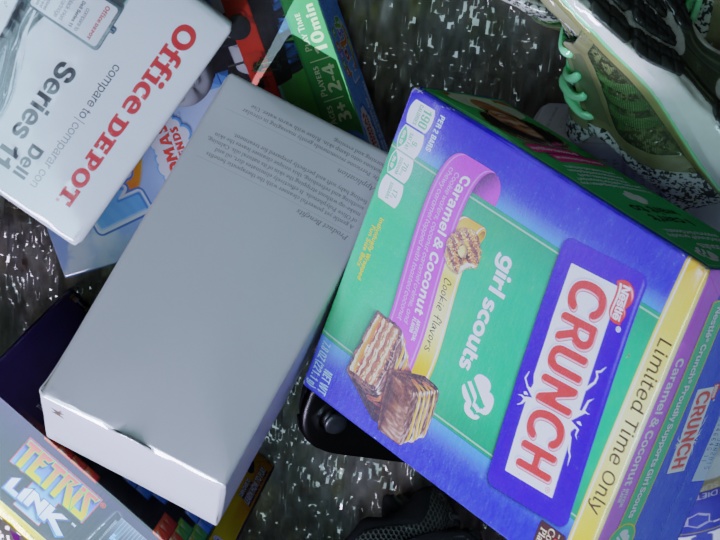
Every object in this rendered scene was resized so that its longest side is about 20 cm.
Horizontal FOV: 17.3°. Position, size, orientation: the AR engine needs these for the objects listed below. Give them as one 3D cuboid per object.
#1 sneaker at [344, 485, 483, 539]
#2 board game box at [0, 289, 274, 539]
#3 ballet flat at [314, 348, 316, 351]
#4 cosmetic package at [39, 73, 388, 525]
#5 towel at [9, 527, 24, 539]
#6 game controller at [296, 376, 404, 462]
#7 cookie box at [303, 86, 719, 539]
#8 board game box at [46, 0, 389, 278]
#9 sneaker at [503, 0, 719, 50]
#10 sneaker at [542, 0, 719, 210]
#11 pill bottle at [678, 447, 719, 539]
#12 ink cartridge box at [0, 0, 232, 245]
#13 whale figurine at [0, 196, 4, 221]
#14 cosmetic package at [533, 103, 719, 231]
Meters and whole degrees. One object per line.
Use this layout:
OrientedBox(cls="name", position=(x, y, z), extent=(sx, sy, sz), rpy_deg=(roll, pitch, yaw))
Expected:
OrientedBox(cls="sneaker", position=(0.072, 0.182, 1.375), extent=(0.199, 0.114, 0.076), rpy_deg=(7, 139, -17))
OrientedBox(cls="board game box", position=(-0.140, 0.104, 1.329), extent=(0.165, 0.200, 0.057), rpy_deg=(42, 105, -4))
OrientedBox(cls="ballet flat", position=(0.000, 0.000, 1.320), extent=(0.200, 0.065, 0.071), rpy_deg=(-29, 65, 21))
OrientedBox(cls="cosmetic package", position=(-0.071, 0.014, 1.218), extent=(0.107, 0.085, 0.200), rpy_deg=(28, 71, 5))
OrientedBox(cls="towel", position=(-0.146, 0.191, 1.389), extent=(0.144, 0.200, 0.023), rpy_deg=(40, 76, 0))
OrientedBox(cls="game controller", position=(0.064, 0.062, 1.297), extent=(0.200, 0.042, 0.104), rpy_deg=(9, 126, -27))
OrientedBox(cls="cookie box", position=(0.085, 0.030, 1.146), extent=(0.200, 0.075, 0.172), rpy_deg=(34, 112, 37))
OrientedBox(cls="board game box", position=(-0.098, -0.094, 1.316), extent=(0.200, 0.037, 0.152), rpy_deg=(-16, 101, 20))
OrientedBox(cls="sneaker", position=(0.138, -0.137, 1.225), extent=(0.200, 0.089, 0.077), rpy_deg=(18, 114, 7))
OrientedBox(cls="sneaker", position=(0.123, -0.094, 1.164), extent=(0.089, 0.077, 0.200), rpy_deg=(-29, 112, 37))
OrientedBox(cls="pill bottle", position=(0.164, 0.113, 1.267), extent=(0.119, 0.120, 0.200), rpy_deg=(6, 142, 12))
OrientedBox(cls="ink cartridge box", position=(-0.184, -0.128, 1.228), extent=(0.200, 0.083, 0.147), rpy_deg=(35, 93, -10))
OrientedBox(cls="whale figurine", position=(-0.264, -0.085, 1.321), extent=(0.159, 0.104, 0.200), rpy_deg=(36, 128, 36))
OrientedBox(cls="cosmetic package", position=(0.189, -0.030, 1.264), extent=(0.199, 0.074, 0.102), rpy_deg=(4, 112, 11))
